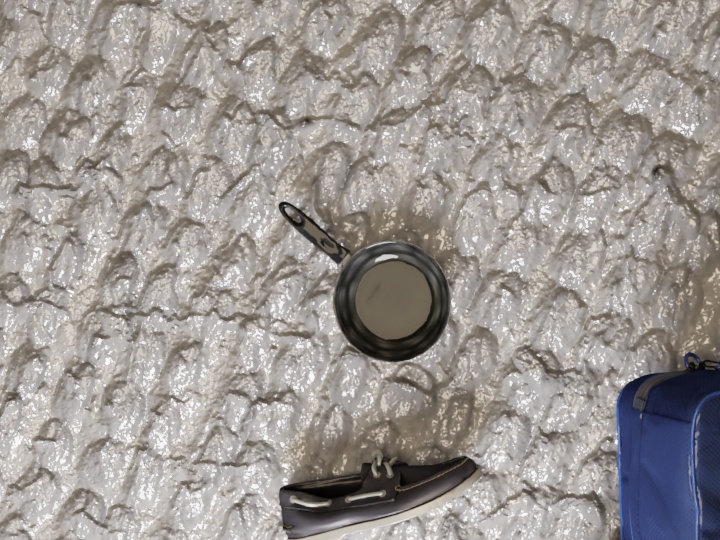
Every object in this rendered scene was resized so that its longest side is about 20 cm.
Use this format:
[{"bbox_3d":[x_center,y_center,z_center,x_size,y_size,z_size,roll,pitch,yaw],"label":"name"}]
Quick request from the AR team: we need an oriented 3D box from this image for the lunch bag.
[{"bbox_3d":[0.300,0.173,1.146,0.135,0.132,0.202,-1,90,-25],"label":"lunch bag"}]

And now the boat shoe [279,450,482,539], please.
[{"bbox_3d":[0.014,0.204,1.228,0.199,0.073,0.063,-21,89,14],"label":"boat shoe"}]

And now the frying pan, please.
[{"bbox_3d":[-0.004,0.017,1.250,0.188,0.031,0.116,19,95,12],"label":"frying pan"}]
